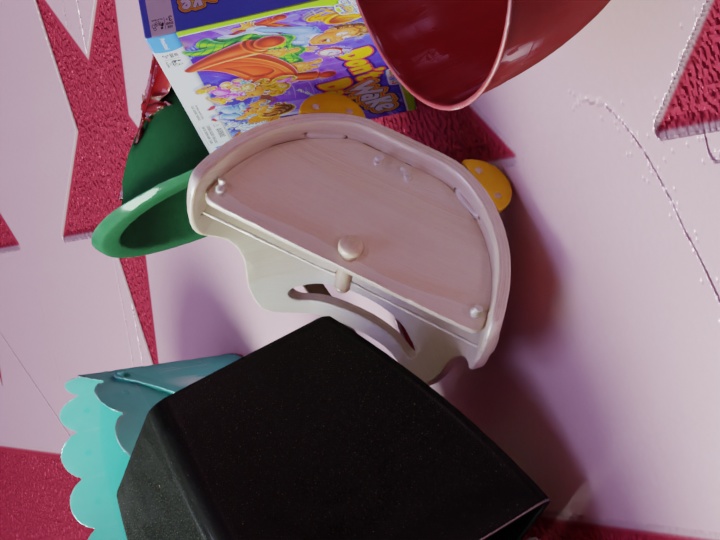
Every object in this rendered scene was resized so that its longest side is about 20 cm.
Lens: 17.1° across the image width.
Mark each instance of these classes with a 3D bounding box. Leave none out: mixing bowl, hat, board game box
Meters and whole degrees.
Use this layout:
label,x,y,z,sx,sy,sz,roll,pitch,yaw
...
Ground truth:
label,x,y,z,sx,sy,sz,roll,pitch,yaw
mixing bowl,0.073,-0.189,1.221,0.200,0.108,0.201,43,140,53
hat,-0.125,-0.128,1.642,0.200,0.165,0.177,-31,76,35
board game box,-0.045,-0.133,1.399,0.200,0.134,0.045,65,-167,-73

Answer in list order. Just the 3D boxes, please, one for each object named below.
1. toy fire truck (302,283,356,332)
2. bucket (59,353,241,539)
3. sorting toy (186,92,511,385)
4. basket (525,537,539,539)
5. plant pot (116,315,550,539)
label,x,y,z,sx,sy,sz,roll,pitch,yaw
toy fire truck,-0.026,0.092,1.631,0.176,0.128,0.201,29,109,54
bucket,-0.143,0.166,1.894,0.207,0.134,0.208,166,90,-68
sorting toy,0.000,0.000,1.460,0.199,0.107,0.180,26,148,8
basket,0.048,0.290,1.397,0.161,0.199,0.198,56,151,17
plant pot,-0.037,0.151,1.447,0.178,0.199,0.200,54,151,17
